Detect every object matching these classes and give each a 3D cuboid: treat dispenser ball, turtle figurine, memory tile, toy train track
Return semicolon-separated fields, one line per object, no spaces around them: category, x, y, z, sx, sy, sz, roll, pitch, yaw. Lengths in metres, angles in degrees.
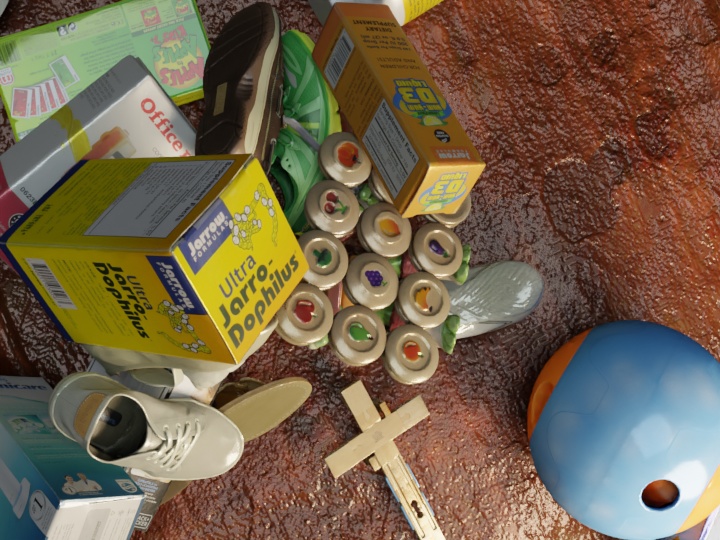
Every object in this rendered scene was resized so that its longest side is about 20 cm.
treat dispenser ball;0.257;0.149;0.899;0.198;0.201;0.204;0;90;-8
turtle figurine;0.000;0.000;0.851;0.191;0.145;0.202;10;133;1
memory tile;0.015;-0.014;0.812;0.152;0.017;0.202;22;64;-16
toy train track;0.032;0.199;0.956;0.114;0.032;0.202;-30;100;-14

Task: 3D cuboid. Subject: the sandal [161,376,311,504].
sandal;-0.149;0.140;0.911;0.211;0.078;0.070;-37;56;7

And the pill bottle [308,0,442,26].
pill bottle;0.044;-0.304;0.914;0.199;0.112;0.113;-33;94;-7

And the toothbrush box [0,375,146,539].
toothbrush box;-0.287;0.200;0.810;0.085;0.199;0.148;10;106;-49

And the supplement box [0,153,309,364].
supplement box;-0.159;-0.012;0.735;0.109;0.198;0.110;-54;133;-36

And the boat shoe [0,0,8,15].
boat shoe;-0.396;-0.199;0.865;0.072;0.060;0.203;23;81;33

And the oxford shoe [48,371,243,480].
oxford shoe;-0.167;0.139;0.791;0.199;0.057;0.076;33;82;-47

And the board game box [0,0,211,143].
board game box;-0.240;-0.192;0.907;0.198;0.048;0.103;-20;93;-7

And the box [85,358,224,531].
box;-0.201;0.118;0.875;0.060;0.116;0.202;32;85;-50

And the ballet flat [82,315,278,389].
ballet flat;-0.145;0.066;0.787;0.198;0.069;0.071;-1;90;32

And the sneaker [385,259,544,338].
sneaker;0.085;0.038;0.947;0.197;0.073;0.073;-12;73;6

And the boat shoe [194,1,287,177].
boat shoe;-0.102;-0.153;0.872;0.074;0.075;0.204;-10;53;27

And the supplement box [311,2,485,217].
supplement box;0.030;-0.142;0.830;0.066;0.069;0.202;-7;58;-34

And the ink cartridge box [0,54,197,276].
ink cartridge box;-0.231;-0.072;0.858;0.199;0.083;0.146;-40;125;-4

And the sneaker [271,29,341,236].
sneaker;-0.062;-0.132;0.919;0.082;0.074;0.203;-7;91;-12

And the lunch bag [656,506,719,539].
lunch bag;0.394;0.269;0.960;0.168;0.124;0.202;23;95;-7
